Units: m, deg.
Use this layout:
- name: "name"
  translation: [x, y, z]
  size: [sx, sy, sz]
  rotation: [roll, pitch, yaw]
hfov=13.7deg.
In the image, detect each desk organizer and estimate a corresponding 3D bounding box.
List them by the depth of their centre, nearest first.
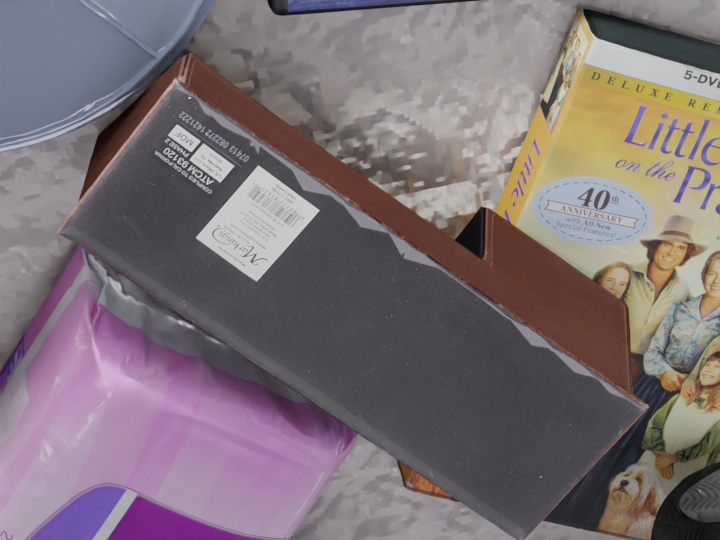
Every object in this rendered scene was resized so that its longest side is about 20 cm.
- name: "desk organizer"
  translation: [0.000, 0.000, 1.052]
  size: [0.200, 0.077, 0.072]
  rotation: [34, 114, -14]

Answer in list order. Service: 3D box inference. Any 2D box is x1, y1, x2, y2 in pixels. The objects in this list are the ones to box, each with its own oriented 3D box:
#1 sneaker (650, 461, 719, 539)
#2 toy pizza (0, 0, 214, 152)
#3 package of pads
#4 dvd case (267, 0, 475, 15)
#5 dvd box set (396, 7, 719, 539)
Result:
- name: "sneaker"
  translation: [0.188, 0.130, 1.163]
  size: [0.199, 0.075, 0.116]
  rotation: [-4, 131, -28]
- name: "toy pizza"
  translation: [-0.139, -0.131, 1.002]
  size: [0.199, 0.032, 0.201]
  rotation: [-3, 120, -5]
- name: "package of pads"
  translation: [-0.098, 0.097, 1.117]
  size: [0.120, 0.076, 0.200]
  rotation: [25, 114, -21]
- name: "dvd case"
  translation: [0.035, -0.182, 1.006]
  size: [0.142, 0.018, 0.201]
  rotation: [-5, 122, -5]
- name: "dvd box set"
  translation: [0.114, 0.010, 1.124]
  size: [0.146, 0.029, 0.201]
  rotation: [14, 118, -16]
